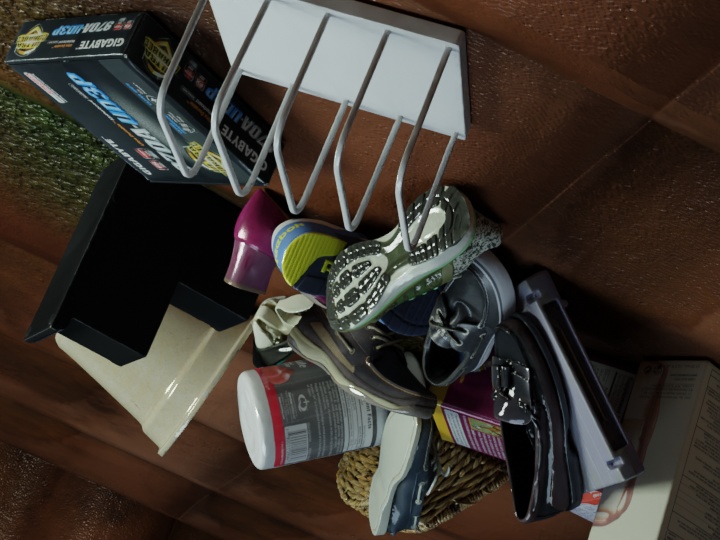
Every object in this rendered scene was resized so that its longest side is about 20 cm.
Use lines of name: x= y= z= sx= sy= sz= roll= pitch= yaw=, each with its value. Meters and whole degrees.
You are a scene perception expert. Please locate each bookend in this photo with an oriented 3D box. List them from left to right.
bookend: x=-0.196 y=0.019 z=1.534 sx=0.199 sy=0.200 sz=0.092 roll=29 pitch=157 yaw=-21

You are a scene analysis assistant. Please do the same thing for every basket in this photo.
basket: x=0.071 y=0.251 z=1.861 sx=0.148 sy=0.144 sz=0.200 roll=29 pitch=176 yaw=-16

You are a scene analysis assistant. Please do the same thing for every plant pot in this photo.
plant pot: x=-0.246 y=0.081 z=1.798 sx=0.183 sy=0.201 sz=0.200 roll=36 pitch=159 yaw=-5

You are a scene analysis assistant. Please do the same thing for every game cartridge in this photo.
game cartridge: x=0.185 y=0.107 z=1.431 sx=0.201 sy=0.038 sz=0.130 roll=65 pitch=164 yaw=7

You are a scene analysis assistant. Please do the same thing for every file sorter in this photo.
file sorter: x=-0.034 y=-0.116 z=1.130 sx=0.198 sy=0.125 sz=0.139 roll=18 pitch=159 yaw=13

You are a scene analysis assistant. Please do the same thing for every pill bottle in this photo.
pill bottle: x=-0.030 y=0.149 z=1.716 sx=0.198 sy=0.112 sz=0.111 roll=-10 pitch=167 yaw=-16

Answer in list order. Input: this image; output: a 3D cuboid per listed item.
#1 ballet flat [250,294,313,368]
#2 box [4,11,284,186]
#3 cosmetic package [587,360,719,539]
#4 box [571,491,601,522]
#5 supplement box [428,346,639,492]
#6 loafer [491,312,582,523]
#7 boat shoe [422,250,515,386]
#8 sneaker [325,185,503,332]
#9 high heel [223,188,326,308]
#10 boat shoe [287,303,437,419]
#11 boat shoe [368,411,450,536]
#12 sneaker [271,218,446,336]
ballet flat: x=-0.075 y=0.057 z=1.716 sx=0.068 sy=0.068 sz=0.199 roll=41 pitch=144 yaw=-21
box: x=-0.183 y=-0.144 z=1.329 sx=0.158 sy=0.046 sz=0.200 roll=5 pitch=154 yaw=40
cosmetic package: x=0.297 y=0.196 z=1.455 sx=0.103 sy=0.202 sz=0.087 roll=36 pitch=155 yaw=-33
box: x=0.312 y=0.224 z=1.667 sx=0.099 sy=0.096 sz=0.200 roll=26 pitch=160 yaw=-13
supplement box: x=0.181 y=0.138 z=1.577 sx=0.198 sy=0.104 sz=0.131 roll=17 pitch=159 yaw=17
loafer: x=0.152 y=0.140 z=1.412 sx=0.072 sy=0.063 sz=0.202 roll=20 pitch=131 yaw=61
boat shoe: x=0.091 y=0.050 z=1.449 sx=0.070 sy=0.066 sz=0.200 roll=46 pitch=155 yaw=15
sneaker: x=0.049 y=0.004 z=1.359 sx=0.088 sy=0.078 sz=0.199 roll=18 pitch=142 yaw=-39
high heel: x=-0.043 y=-0.016 z=1.527 sx=0.199 sy=0.097 sz=0.067 roll=12 pitch=-169 yaw=-46
boat shoe: x=0.004 y=0.083 z=1.559 sx=0.199 sy=0.074 sz=0.074 roll=31 pitch=-170 yaw=38
boat shoe: x=0.056 y=0.218 z=1.681 sx=0.061 sy=0.075 sz=0.201 roll=0 pitch=129 yaw=-16
sneaker: x=0.000 y=0.000 z=1.468 sx=0.199 sy=0.074 sz=0.082 roll=25 pitch=-174 yaw=-32
